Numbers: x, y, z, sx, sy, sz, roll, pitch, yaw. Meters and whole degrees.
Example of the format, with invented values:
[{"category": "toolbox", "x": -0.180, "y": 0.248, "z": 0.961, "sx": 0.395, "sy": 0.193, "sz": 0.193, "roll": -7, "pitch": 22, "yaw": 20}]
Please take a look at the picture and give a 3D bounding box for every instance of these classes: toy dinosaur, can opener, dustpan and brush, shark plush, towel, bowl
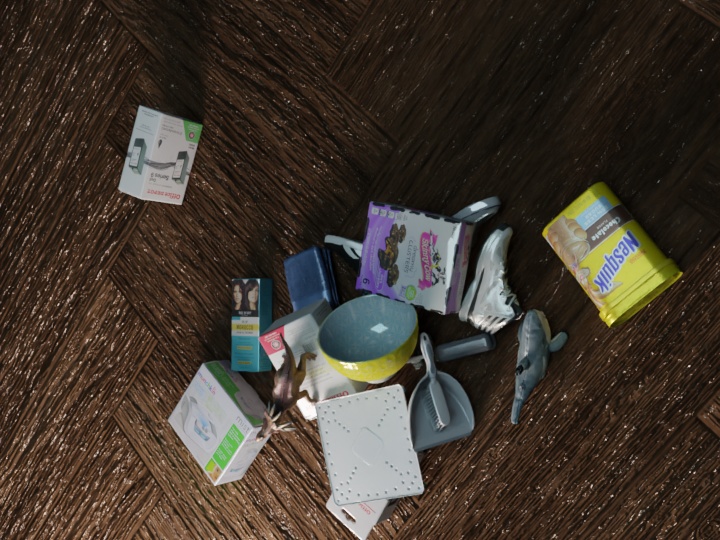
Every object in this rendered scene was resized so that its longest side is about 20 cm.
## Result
[{"category": "toy dinosaur", "x": -0.143, "y": 0.230, "z": 1.527, "sx": 0.084, "sy": 0.136, "sz": 0.204, "roll": 12, "pitch": 115, "yaw": 18}, {"category": "can opener", "x": 0.160, "y": 0.145, "z": 1.518, "sx": 0.197, "sy": 0.052, "sz": 0.068, "roll": -13, "pitch": 85, "yaw": 30}, {"category": "dustpan and brush", "x": 0.136, "y": 0.218, "z": 1.481, "sx": 0.057, "sy": 0.137, "sz": 0.204, "roll": 137, "pitch": 119, "yaw": -64}, {"category": "shark plush", "x": 0.289, "y": 0.167, "z": 1.421, "sx": 0.090, "sy": 0.083, "sz": 0.203, "roll": 29, "pitch": 103, "yaw": 28}, {"category": "towel", "x": -0.097, "y": 0.059, "z": 1.683, "sx": 0.110, "sy": 0.048, "sz": 0.204, "roll": -18, "pitch": 79, "yaw": 28}, {"category": "bowl", "x": 0.025, "y": 0.147, "z": 1.515, "sx": 0.197, "sy": 0.201, "sz": 0.109, "roll": 5, "pitch": 129, "yaw": 31}]

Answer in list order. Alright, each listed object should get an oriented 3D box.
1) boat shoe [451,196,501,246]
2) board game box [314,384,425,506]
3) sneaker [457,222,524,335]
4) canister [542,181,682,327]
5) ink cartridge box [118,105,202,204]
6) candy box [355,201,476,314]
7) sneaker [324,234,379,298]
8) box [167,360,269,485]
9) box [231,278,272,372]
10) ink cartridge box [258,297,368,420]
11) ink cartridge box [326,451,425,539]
[{"category": "boat shoe", "x": 0.189, "y": -0.069, "z": 1.503, "sx": 0.198, "sy": 0.072, "sz": 0.067, "roll": -31, "pitch": 77, "yaw": 27}, {"category": "board game box", "x": 0.018, "y": 0.336, "z": 1.530, "sx": 0.197, "sy": 0.026, "sz": 0.205, "roll": -16, "pitch": 82, "yaw": 26}, {"category": "sneaker", "x": 0.263, "y": 0.023, "z": 1.453, "sx": 0.114, "sy": 0.075, "sz": 0.204, "roll": 28, "pitch": 111, "yaw": 28}, {"category": "canister", "x": 0.420, "y": -0.029, "z": 1.350, "sx": 0.148, "sy": 0.086, "sz": 0.202, "roll": -43, "pitch": 66, "yaw": 22}, {"category": "ink cartridge box", "x": -0.467, "y": -0.266, "z": 1.868, "sx": 0.083, "sy": 0.145, "sz": 0.204, "roll": 21, "pitch": 99, "yaw": 28}, {"category": "candy box", "x": 0.101, "y": -0.026, "z": 1.480, "sx": 0.197, "sy": 0.071, "sz": 0.172, "roll": 15, "pitch": 99, "yaw": 31}, {"category": "sneaker", "x": 0.000, "y": 0.000, "z": 1.611, "sx": 0.197, "sy": 0.073, "sz": 0.114, "roll": 16, "pitch": 94, "yaw": 29}, {"category": "box", "x": -0.305, "y": 0.334, "z": 1.771, "sx": 0.200, "sy": 0.096, "sz": 0.178, "roll": 46, "pitch": 112, "yaw": 26}, {"category": "box", "x": -0.241, "y": 0.120, "z": 1.767, "sx": 0.081, "sy": 0.049, "sz": 0.205, "roll": -2, "pitch": 87, "yaw": 31}, {"category": "ink cartridge box", "x": -0.091, "y": 0.181, "z": 1.612, "sx": 0.143, "sy": 0.083, "sz": 0.203, "roll": -24, "pitch": 101, "yaw": 28}, {"category": "ink cartridge box", "x": 0.027, "y": 0.414, "z": 1.579, "sx": 0.115, "sy": 0.066, "sz": 0.203, "roll": 34, "pitch": 105, "yaw": 27}]
